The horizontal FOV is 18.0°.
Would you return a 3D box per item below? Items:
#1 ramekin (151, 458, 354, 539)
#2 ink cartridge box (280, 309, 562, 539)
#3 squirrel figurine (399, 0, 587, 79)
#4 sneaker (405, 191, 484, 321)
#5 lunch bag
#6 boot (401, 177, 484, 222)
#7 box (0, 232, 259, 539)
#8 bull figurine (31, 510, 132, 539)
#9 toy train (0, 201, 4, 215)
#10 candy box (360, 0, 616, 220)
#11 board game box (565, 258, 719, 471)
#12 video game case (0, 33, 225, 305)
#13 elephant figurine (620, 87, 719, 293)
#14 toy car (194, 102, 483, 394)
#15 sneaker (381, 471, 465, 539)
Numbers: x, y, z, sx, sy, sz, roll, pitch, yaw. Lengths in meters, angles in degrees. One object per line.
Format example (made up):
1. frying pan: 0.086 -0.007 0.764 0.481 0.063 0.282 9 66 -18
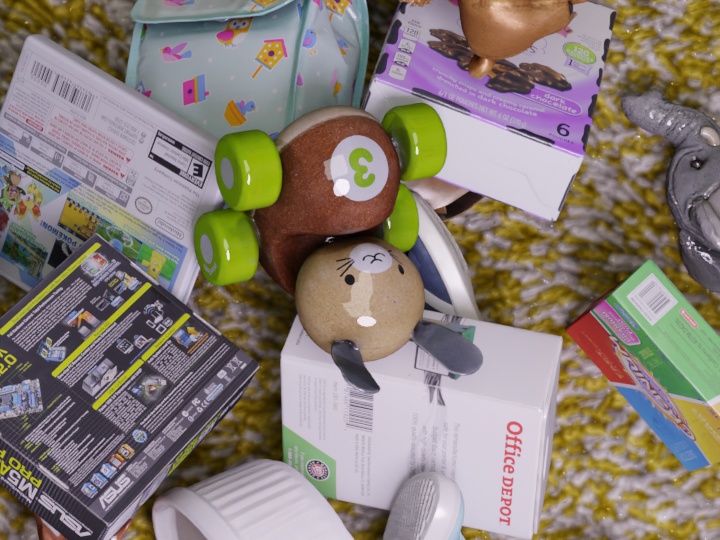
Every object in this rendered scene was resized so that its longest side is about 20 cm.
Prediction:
1. ramekin: -0.062 0.230 1.669 0.094 0.202 0.203 -31 84 -20
2. ink cartridge box: 0.045 0.107 1.691 0.198 0.147 0.085 11 44 10
3. squirrel figurine: 0.081 -0.228 1.688 0.198 0.142 0.187 5 46 5
4. sneaker: 0.053 0.041 1.749 0.084 0.075 0.201 -22 100 9
5. lunch bag: -0.088 -0.156 1.740 0.169 0.122 0.202 -3 71 30
6. boot: 0.026 -0.062 1.775 0.199 0.074 0.076 -31 71 -11
7. box: -0.188 0.083 1.603 0.160 0.044 0.200 37 45 6
8. bull figurine: -0.213 0.171 1.668 0.065 0.122 0.201 -11 115 4
9. toy train: -0.336 -0.068 1.714 0.114 0.087 0.201 -31 61 10
10. candy box: 0.098 -0.150 1.750 0.167 0.072 0.201 20 42 -2
11. board game box: 0.234 0.075 1.713 0.040 0.200 0.153 -41 86 -9
12. video game case: -0.199 -0.052 1.710 0.199 0.022 0.183 30 111 20
13. elephant figurine: 0.301 -0.047 1.790 0.198 0.156 0.142 2 124 6
14. toy car: 0.000 0.000 1.601 0.163 0.158 0.201 -11 53 -26
15. sneaker: 0.060 0.212 1.688 0.081 0.200 0.074 6 56 -11
